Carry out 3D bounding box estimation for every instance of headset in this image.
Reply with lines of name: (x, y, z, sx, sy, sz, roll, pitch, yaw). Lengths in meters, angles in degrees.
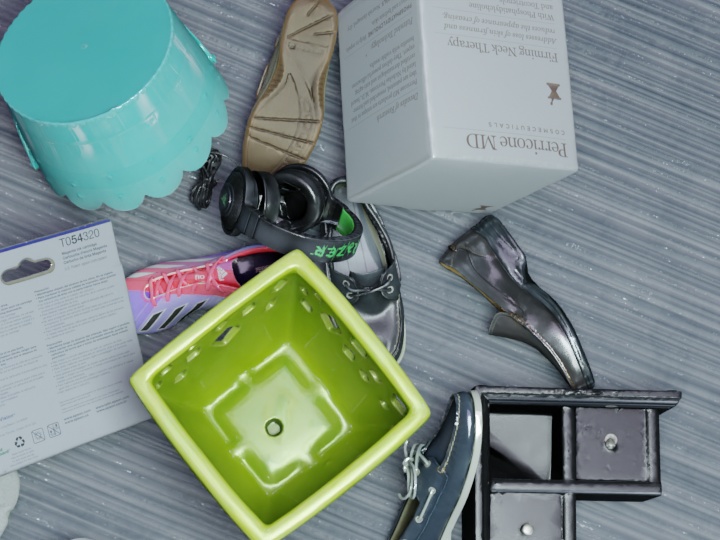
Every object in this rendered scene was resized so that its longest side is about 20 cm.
headset: (-0.089, -0.055, 1.589, 0.200, 0.123, 0.094, 38, 119, 33)

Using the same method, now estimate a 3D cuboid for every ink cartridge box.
ink cartridge box: (-0.297, 0.071, 1.526, 0.196, 0.043, 0.200, -18, 101, -37)

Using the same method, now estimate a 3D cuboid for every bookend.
bookend: (0.198, 0.215, 1.580, 0.199, 0.092, 0.200, 3, 78, -4)

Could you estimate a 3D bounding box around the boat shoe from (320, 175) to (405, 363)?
boat shoe: (0.002, -0.001, 1.629, 0.074, 0.066, 0.200, -7, 77, -6)

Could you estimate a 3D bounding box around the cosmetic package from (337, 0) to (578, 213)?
cosmetic package: (0.090, -0.173, 1.602, 0.167, 0.166, 0.200, 3, 76, -29)

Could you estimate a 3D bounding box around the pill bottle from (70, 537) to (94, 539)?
pill bottle: (-0.206, 0.316, 1.475, 0.200, 0.111, 0.111, 27, 72, 45)

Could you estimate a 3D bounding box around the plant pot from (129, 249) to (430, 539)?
plant pot: (-0.076, 0.129, 1.534, 0.200, 0.181, 0.199, -37, 83, -12)

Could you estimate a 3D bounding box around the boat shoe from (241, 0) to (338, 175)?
boat shoe: (-0.070, -0.176, 1.668, 0.072, 0.065, 0.200, 14, 94, -6)

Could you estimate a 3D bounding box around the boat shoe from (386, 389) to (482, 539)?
boat shoe: (0.065, 0.197, 1.549, 0.062, 0.075, 0.200, 12, 118, -6)

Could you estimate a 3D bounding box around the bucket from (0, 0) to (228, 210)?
bucket: (-0.240, -0.175, 1.583, 0.207, 0.135, 0.207, -7, 58, 11)

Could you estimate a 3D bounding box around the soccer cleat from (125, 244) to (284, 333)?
soccer cleat: (-0.153, 0.012, 1.609, 0.200, 0.076, 0.067, -12, 78, -7)

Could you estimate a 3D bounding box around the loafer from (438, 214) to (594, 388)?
loafer: (0.156, 0.044, 1.634, 0.072, 0.073, 0.200, -34, 72, -2)

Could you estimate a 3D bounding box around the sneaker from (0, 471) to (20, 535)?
sneaker: (-0.375, 0.171, 1.569, 0.105, 0.076, 0.200, 11, 82, 26)
